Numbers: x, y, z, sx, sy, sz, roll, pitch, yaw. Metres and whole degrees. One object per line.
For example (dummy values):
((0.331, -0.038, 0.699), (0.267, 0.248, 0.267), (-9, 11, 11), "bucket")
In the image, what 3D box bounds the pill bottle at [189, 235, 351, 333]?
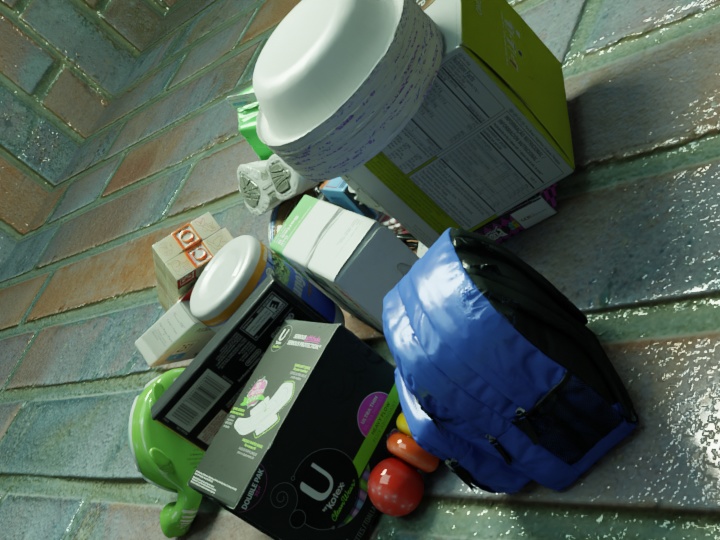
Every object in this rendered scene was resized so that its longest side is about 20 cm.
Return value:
((-0.088, 0.060, 1.155), (0.112, 0.200, 0.113), (-36, 30, 26), "pill bottle")

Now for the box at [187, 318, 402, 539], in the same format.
((-0.047, 0.172, 1.010), (0.124, 0.148, 0.201), (2, 57, 59), "box")

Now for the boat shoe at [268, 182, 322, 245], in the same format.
((-0.071, -0.104, 1.473), (0.072, 0.072, 0.202), (-15, 44, 47), "boat shoe")

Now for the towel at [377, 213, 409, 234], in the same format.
((0.029, -0.102, 1.365), (0.199, 0.030, 0.147), (-12, 45, 51), "towel")

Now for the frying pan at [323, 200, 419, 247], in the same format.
((-0.012, -0.057, 1.280), (0.189, 0.115, 0.031), (-20, 31, 44), "frying pan")

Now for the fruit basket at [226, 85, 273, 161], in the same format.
((-0.070, -0.228, 1.443), (0.198, 0.185, 0.095), (-17, 66, 9), "fruit basket")

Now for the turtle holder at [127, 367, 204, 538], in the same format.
((-0.218, 0.220, 1.257), (0.140, 0.187, 0.131), (-27, -1, -35), "turtle holder")

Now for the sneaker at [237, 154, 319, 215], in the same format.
((-0.105, -0.132, 1.436), (0.099, 0.079, 0.199), (-22, 10, -32), "sneaker")

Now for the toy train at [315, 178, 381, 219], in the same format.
((0.017, -0.153, 1.336), (0.114, 0.087, 0.201), (13, 62, 52), "toy train")

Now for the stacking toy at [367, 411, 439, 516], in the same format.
((0.069, 0.140, 0.959), (0.085, 0.085, 0.202), (9, 69, 60), "stacking toy")

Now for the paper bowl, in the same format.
((-0.026, -0.195, 0.972), (0.200, 0.104, 0.202), (-34, 36, 29), "paper bowl")

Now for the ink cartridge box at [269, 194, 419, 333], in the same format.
((0.000, 0.000, 1.153), (0.084, 0.146, 0.200), (-52, 27, -6), "ink cartridge box")

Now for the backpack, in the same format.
((0.105, 0.080, 0.834), (0.168, 0.200, 0.163), (-45, 28, 11), "backpack")

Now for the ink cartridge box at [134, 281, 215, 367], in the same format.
((-0.187, 0.051, 1.361), (0.176, 0.045, 0.200), (-43, -13, 18), "ink cartridge box")

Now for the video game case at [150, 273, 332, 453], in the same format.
((-0.099, 0.131, 1.104), (0.200, 0.180, 0.026), (-48, 28, 5), "video game case")

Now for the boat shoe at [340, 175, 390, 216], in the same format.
((0.016, -0.111, 1.201), (0.065, 0.200, 0.074), (-22, 39, 26), "boat shoe")

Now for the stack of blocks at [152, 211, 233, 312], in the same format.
((-0.212, -0.001, 1.347), (0.115, 0.059, 0.200), (-35, -13, -19), "stack of blocks")

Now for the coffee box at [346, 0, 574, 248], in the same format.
((0.094, -0.184, 1.097), (0.197, 0.200, 0.201), (-31, 35, 31), "coffee box")

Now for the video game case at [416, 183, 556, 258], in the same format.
((0.150, -0.107, 1.176), (0.180, 0.036, 0.201), (-30, 34, 35), "video game case")
